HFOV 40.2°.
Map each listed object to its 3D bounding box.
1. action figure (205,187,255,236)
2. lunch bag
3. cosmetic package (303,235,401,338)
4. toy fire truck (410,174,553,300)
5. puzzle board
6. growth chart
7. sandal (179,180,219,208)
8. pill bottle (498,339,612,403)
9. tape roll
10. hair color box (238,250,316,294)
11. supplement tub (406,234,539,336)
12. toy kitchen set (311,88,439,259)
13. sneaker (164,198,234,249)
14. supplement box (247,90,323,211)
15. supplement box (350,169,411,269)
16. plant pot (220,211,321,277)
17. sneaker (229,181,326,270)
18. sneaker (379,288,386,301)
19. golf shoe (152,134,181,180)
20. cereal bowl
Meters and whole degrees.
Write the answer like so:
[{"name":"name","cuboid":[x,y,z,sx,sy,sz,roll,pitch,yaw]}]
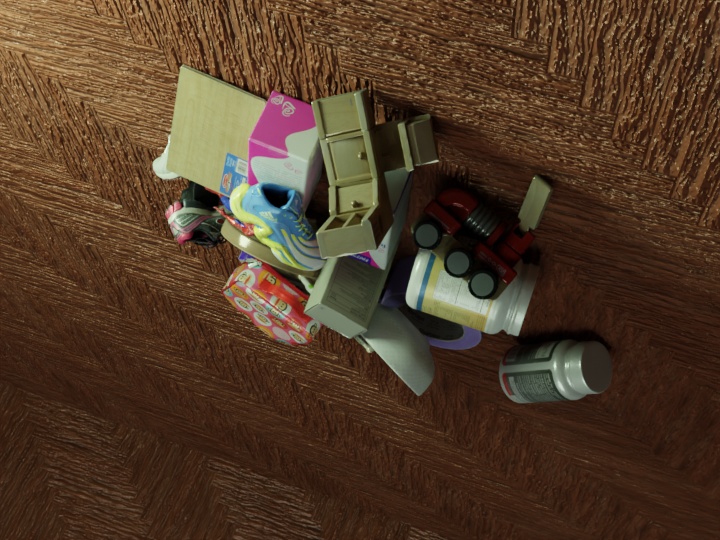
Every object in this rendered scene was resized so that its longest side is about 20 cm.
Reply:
[{"name":"action figure","cuboid":[-0.209,-0.114,1.689,0.200,0.066,0.052,44,-176,42]},{"name":"lunch bag","cuboid":[-0.165,0.063,1.913,0.200,0.082,0.176,39,158,-11]},{"name":"cosmetic package","cuboid":[-0.012,0.004,1.719,0.103,0.201,0.073,31,153,-17]},{"name":"toy fire truck","cuboid":[0.197,-0.075,1.518,0.176,0.200,0.129,41,-174,6]},{"name":"puzzle board","cuboid":[-0.235,-0.219,1.593,0.150,0.017,0.201,24,129,7]},{"name":"growth chart","cuboid":[-0.050,0.083,1.890,0.200,0.018,0.145,48,177,-32]},{"name":"sandal","cuboid":[-0.301,-0.144,1.837,0.048,0.075,0.201,61,147,20]},{"name":"pill bottle","cuboid":[0.372,0.192,1.873,0.114,0.115,0.199,37,151,-28]},{"name":"tape roll","cuboid":[0.144,0.062,1.842,0.198,0.085,0.200,18,153,10]},{"name":"hair color box","cuboid":[-0.130,-0.006,1.952,0.198,0.065,0.110,5,149,28]},{"name":"supplement tub","cuboid":[0.189,0.021,1.660,0.198,0.146,0.145,18,154,8]},{"name":"toy kitchen set","cuboid":[0.019,-0.146,1.373,0.162,0.181,0.202,-10,104,13]},{"name":"sneaker","cuboid":[-0.273,-0.077,1.840,0.199,0.075,0.081,1,147,-42]},{"name":"supplement box","cuboid":[-0.118,-0.178,1.574,0.100,0.104,0.200,21,156,2]},{"name":"supplement box","cuboid":[0.018,-0.102,1.595,0.100,0.104,0.200,19,155,7]},{"name":"plant pot","cuboid":[-0.141,-0.072,1.758,0.199,0.093,0.201,25,-169,-5]},{"name":"sneaker","cuboid":[-0.114,-0.071,1.574,0.199,0.076,0.105,35,150,-25]},{"name":"sneaker","cuboid":[0.000,0.000,1.870,0.078,0.066,0.200,-2,147,20]},{"name":"golf shoe","cuboid":[-0.306,-0.212,1.713,0.199,0.075,0.092,-5,122,45]},{"name":"cereal bowl","cuboid":[0.067,0.130,1.796,0.200,0.083,0.200,47,179,1]}]
